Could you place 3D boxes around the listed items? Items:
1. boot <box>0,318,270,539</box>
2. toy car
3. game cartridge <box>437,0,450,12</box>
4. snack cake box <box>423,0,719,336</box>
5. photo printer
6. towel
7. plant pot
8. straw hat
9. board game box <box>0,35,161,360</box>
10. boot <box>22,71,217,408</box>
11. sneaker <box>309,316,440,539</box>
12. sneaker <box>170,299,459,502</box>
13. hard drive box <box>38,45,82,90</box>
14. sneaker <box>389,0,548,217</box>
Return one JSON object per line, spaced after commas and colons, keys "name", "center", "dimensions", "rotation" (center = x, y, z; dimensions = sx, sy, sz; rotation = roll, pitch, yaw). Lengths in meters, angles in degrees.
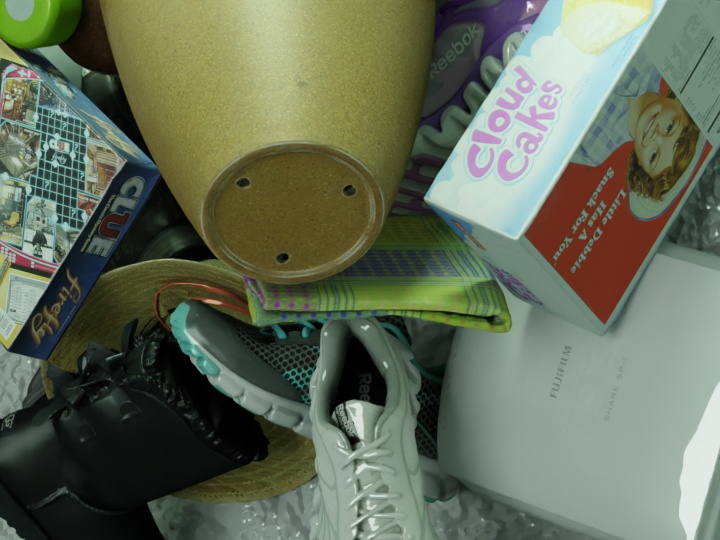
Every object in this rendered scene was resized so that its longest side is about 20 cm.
{"name": "boot", "center": [-0.127, 0.126, 1.583], "dimensions": [0.162, 0.198, 0.073], "rotation": [-27, 31, 26]}
{"name": "toy car", "center": [-0.095, -0.126, 1.581], "dimensions": [0.158, 0.164, 0.200], "rotation": [-35, 80, 32]}
{"name": "game cartridge", "center": [-0.017, -0.241, 1.538], "dimensions": [0.038, 0.130, 0.200], "rotation": [-31, 64, -6]}
{"name": "snack cake box", "center": [0.131, -0.082, 1.372], "dimensions": [0.067, 0.115, 0.200], "rotation": [25, 78, 36]}
{"name": "photo printer", "center": [0.135, 0.061, 1.428], "dimensions": [0.200, 0.069, 0.167], "rotation": [18, 92, 38]}
{"name": "towel", "center": [0.000, 0.000, 1.439], "dimensions": [0.200, 0.143, 0.023], "rotation": [-122, 34, -73]}
{"name": "plant pot", "center": [-0.044, -0.093, 1.376], "dimensions": [0.186, 0.186, 0.200], "rotation": [-43, 33, 28]}
{"name": "straw hat", "center": [-0.091, 0.043, 1.600], "dimensions": [0.201, 0.201, 0.085], "rotation": [-29, 29, 34]}
{"name": "board game box", "center": [-0.215, -0.058, 1.570], "dimensions": [0.200, 0.035, 0.136], "rotation": [44, 107, 38]}
{"name": "boot", "center": [-0.177, -0.019, 1.697], "dimensions": [0.200, 0.069, 0.174], "rotation": [-48, 55, 23]}
{"name": "sneaker", "center": [0.004, 0.115, 1.392], "dimensions": [0.075, 0.081, 0.201], "rotation": [-9, 66, 0]}
{"name": "sneaker", "center": [-0.014, 0.053, 1.500], "dimensions": [0.091, 0.200, 0.078], "rotation": [-61, 22, 3]}
{"name": "hard drive box", "center": [-0.268, -0.095, 1.720], "dimensions": [0.200, 0.077, 0.156], "rotation": [-16, 69, 49]}
{"name": "sneaker", "center": [0.059, -0.107, 1.504], "dimensions": [0.200, 0.080, 0.089], "rotation": [-38, 56, 30]}
